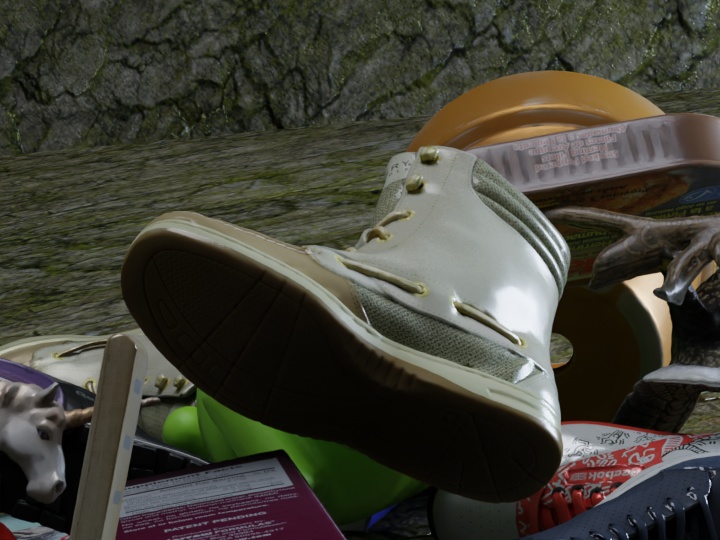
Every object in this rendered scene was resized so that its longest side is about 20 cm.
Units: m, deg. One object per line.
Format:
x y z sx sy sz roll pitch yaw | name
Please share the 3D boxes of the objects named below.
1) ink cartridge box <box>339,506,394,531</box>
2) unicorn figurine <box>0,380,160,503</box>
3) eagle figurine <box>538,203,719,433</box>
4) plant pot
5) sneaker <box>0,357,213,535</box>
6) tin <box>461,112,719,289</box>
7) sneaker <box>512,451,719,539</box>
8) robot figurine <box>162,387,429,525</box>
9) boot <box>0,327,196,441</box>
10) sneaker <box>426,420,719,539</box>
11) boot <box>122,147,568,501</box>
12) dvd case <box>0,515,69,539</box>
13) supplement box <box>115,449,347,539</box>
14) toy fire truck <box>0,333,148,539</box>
-0.035 0.112 1.350 0.199 0.039 0.099 -5 10 24 | ink cartridge box
-0.192 0.123 1.065 0.199 0.138 0.074 -16 -34 30 | unicorn figurine
0.183 0.048 1.252 0.151 0.201 0.152 -35 44 -23 | eagle figurine
0.109 0.012 1.424 0.199 0.201 0.184 -7 25 7 | plant pot
-0.106 0.095 1.151 0.199 0.076 0.088 32 13 -4 | sneaker
0.107 -0.030 1.268 0.199 0.042 0.112 -10 -32 -4 | tin
0.111 0.127 0.987 0.201 0.077 0.146 -20 1 -10 | sneaker
-0.007 0.060 1.199 0.175 0.116 0.200 -42 -10 15 | robot figurine
-0.128 0.078 1.321 0.199 0.073 0.155 -13 14 -22 | boot
0.126 0.111 1.141 0.200 0.068 0.108 -4 8 7 | sneaker
0.000 0.000 1.067 0.199 0.072 0.155 26 39 -12 | boot
-0.162 0.153 1.265 0.199 0.022 0.146 -3 11 25 | dvd case
-0.046 0.147 0.938 0.085 0.111 0.200 -9 9 -9 | supplement box
-0.133 0.122 0.891 0.199 0.129 0.176 -34 11 -2 | toy fire truck
